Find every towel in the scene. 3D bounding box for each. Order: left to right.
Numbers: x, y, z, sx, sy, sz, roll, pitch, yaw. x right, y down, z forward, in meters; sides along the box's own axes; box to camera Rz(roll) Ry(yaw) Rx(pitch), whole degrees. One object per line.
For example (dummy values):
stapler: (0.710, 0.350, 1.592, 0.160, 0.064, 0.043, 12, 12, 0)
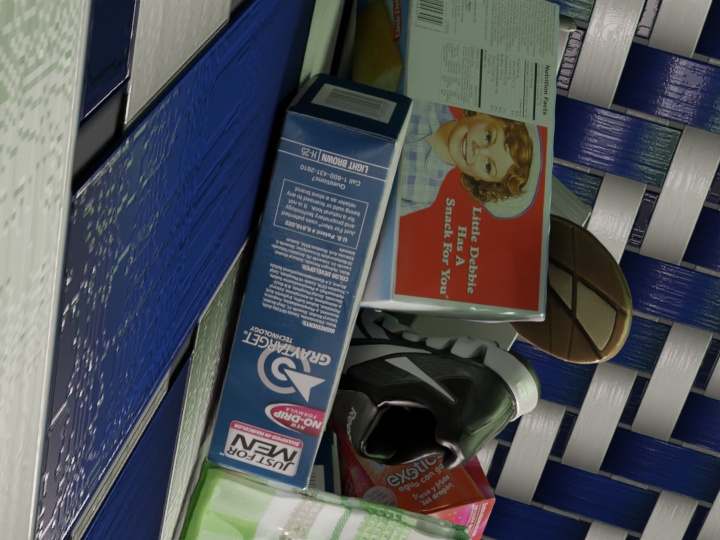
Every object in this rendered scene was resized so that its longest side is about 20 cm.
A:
towel: (-0.024, 0.201, 0.703, 0.031, 0.199, 0.150, 0, -109, 54)

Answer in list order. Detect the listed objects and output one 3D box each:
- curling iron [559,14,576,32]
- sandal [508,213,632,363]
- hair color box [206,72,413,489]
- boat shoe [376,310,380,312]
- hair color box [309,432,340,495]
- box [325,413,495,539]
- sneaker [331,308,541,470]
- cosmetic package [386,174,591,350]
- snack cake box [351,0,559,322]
curling iron: (0.138, -0.226, 1.046, 0.199, 0.025, 0.050, 4, 90, -52)
sandal: (0.112, -0.004, 0.812, 0.200, 0.054, 0.081, 32, -71, 50)
hair color box: (-0.027, 0.004, 0.666, 0.100, 0.060, 0.202, -69, 173, -69)
boat shoe: (0.016, -0.064, 0.827, 0.203, 0.086, 0.075, -54, -148, 2)
hair color box: (-0.051, 0.198, 0.847, 0.201, 0.060, 0.101, 102, -13, -57)
box: (0.026, 0.183, 0.916, 0.201, 0.095, 0.100, 97, -24, -53)
sneaker: (0.007, 0.073, 0.763, 0.091, 0.199, 0.067, -46, 132, -35)
cosmetic package: (0.083, 0.012, 0.964, 0.201, 0.090, 0.107, -58, -164, -18)
snack cake box: (0.056, -0.073, 0.756, 0.067, 0.114, 0.202, -6, -101, 58)
